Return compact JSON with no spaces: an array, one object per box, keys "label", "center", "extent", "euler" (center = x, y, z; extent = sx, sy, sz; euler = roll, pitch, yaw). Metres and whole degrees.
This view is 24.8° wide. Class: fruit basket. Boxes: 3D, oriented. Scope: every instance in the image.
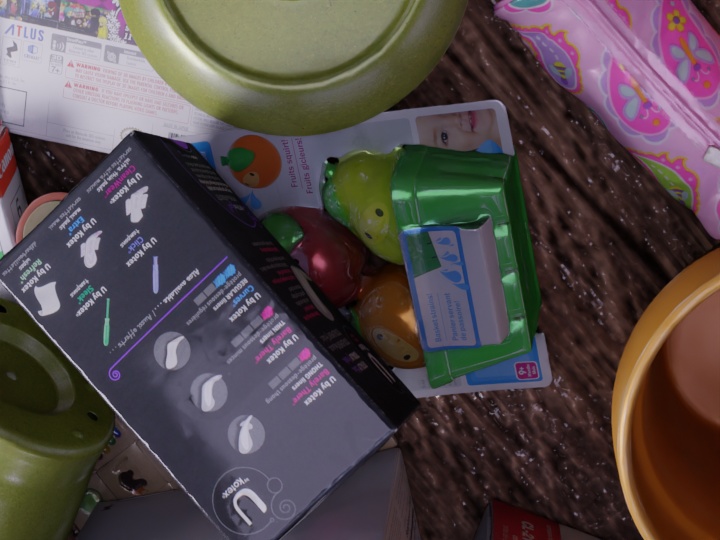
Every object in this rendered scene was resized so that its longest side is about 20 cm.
[{"label":"fruit basket","center":[0.000,0.000,0.940],"extent":[0.199,0.094,0.186],"euler":[-7,115,9]}]

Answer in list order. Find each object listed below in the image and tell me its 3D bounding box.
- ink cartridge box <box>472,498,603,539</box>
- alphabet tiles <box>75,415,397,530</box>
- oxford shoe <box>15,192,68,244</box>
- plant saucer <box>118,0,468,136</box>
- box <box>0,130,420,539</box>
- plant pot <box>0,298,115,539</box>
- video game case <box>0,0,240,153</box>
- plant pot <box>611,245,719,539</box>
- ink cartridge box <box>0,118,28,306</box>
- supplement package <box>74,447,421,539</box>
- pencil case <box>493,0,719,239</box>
[{"label":"ink cartridge box","center":[0.147,0.250,1.004],"extent":[0.199,0.083,0.147],"euler":[20,103,0]},{"label":"alphabet tiles","center":[-0.084,0.127,1.030],"extent":[0.200,0.008,0.167],"euler":[-36,98,11]},{"label":"oxford shoe","center":[-0.113,0.028,0.967],"extent":[0.071,0.074,0.200],"euler":[-43,88,6]},{"label":"plant saucer","center":[-0.037,-0.173,0.879],"extent":[0.198,0.031,0.202],"euler":[0,94,2]},{"label":"box","center":[-0.076,0.037,0.862],"extent":[0.106,0.122,0.200],"euler":[-43,85,7]},{"label":"plant pot","center":[-0.241,0.122,0.927],"extent":[0.200,0.201,0.193],"euler":[37,111,-5]},{"label":"video game case","center":[-0.139,-0.156,0.941],"extent":[0.199,0.036,0.182],"euler":[11,113,2]},{"label":"plant pot","center":[0.232,0.063,0.901],"extent":[0.199,0.183,0.202],"euler":[1,105,3]},{"label":"ink cartridge box","center":[-0.254,-0.039,0.956],"extent":[0.108,0.050,0.201],"euler":[-6,119,5]},{"label":"supplement package","center":[-0.065,0.196,0.961],"extent":[0.199,0.156,0.112],"euler":[-12,102,7]},{"label":"pencil case","center":[0.167,-0.107,0.917],"extent":[0.087,0.087,0.200],"euler":[-43,96,12]}]
